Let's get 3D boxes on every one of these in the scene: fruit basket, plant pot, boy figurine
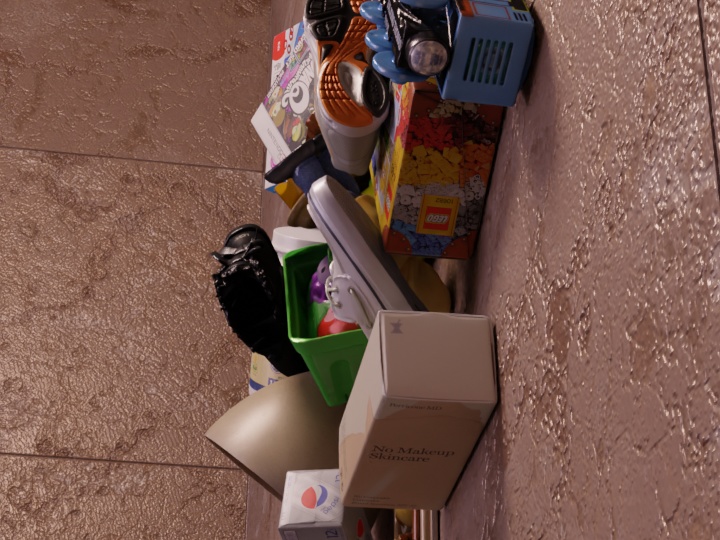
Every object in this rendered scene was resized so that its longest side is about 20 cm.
[{"bbox_3d":[0.000,0.000,1.416,0.216,0.155,0.217,169,90,-90],"label":"fruit basket"},{"bbox_3d":[-0.044,0.182,1.513,0.135,0.200,0.200,-51,2,-11],"label":"plant pot"},{"bbox_3d":[0.006,-0.030,1.296,0.064,0.200,0.124,-38,3,20],"label":"boy figurine"}]

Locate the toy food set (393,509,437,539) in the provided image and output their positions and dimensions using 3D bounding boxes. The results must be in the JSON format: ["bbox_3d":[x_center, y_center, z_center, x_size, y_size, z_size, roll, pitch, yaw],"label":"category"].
[{"bbox_3d":[0.027,0.230,1.324,0.144,0.060,0.201,113,161,-65],"label":"toy food set"}]

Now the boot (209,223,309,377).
[{"bbox_3d":[-0.091,0.049,1.493,0.163,0.073,0.199,-103,-11,-73],"label":"boot"}]

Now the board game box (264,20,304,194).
[{"bbox_3d":[-0.027,-0.201,1.661,0.195,0.056,0.201,-19,63,49],"label":"board game box"}]

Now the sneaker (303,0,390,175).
[{"bbox_3d":[-0.016,-0.169,1.284,0.092,0.075,0.201,98,174,-48],"label":"sneaker"}]

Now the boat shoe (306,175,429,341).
[{"bbox_3d":[0.003,0.019,1.208,0.200,0.067,0.074,56,-167,-11],"label":"boat shoe"}]

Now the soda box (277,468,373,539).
[{"bbox_3d":[-0.023,0.275,1.388,0.068,0.063,0.200,-83,-17,-44],"label":"soda box"}]

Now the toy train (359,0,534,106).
[{"bbox_3d":[0.065,-0.198,1.125,0.200,0.114,0.087,-100,20,-59],"label":"toy train"}]

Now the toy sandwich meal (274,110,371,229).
[{"bbox_3d":[-0.014,-0.122,1.451,0.070,0.205,0.205,49,163,6],"label":"toy sandwich meal"}]

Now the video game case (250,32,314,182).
[{"bbox_3d":[-0.032,-0.188,1.585,0.200,0.036,0.182,-55,42,24],"label":"video game case"}]

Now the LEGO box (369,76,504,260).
[{"bbox_3d":[0.059,-0.125,1.250,0.200,0.077,0.149,-99,16,-59],"label":"LEGO box"}]

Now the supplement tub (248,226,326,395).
[{"bbox_3d":[-0.049,0.057,1.656,0.144,0.144,0.201,-127,42,-78],"label":"supplement tub"}]

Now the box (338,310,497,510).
[{"bbox_3d":[0.042,0.117,1.175,0.200,0.094,0.078,105,166,-56],"label":"box"}]
